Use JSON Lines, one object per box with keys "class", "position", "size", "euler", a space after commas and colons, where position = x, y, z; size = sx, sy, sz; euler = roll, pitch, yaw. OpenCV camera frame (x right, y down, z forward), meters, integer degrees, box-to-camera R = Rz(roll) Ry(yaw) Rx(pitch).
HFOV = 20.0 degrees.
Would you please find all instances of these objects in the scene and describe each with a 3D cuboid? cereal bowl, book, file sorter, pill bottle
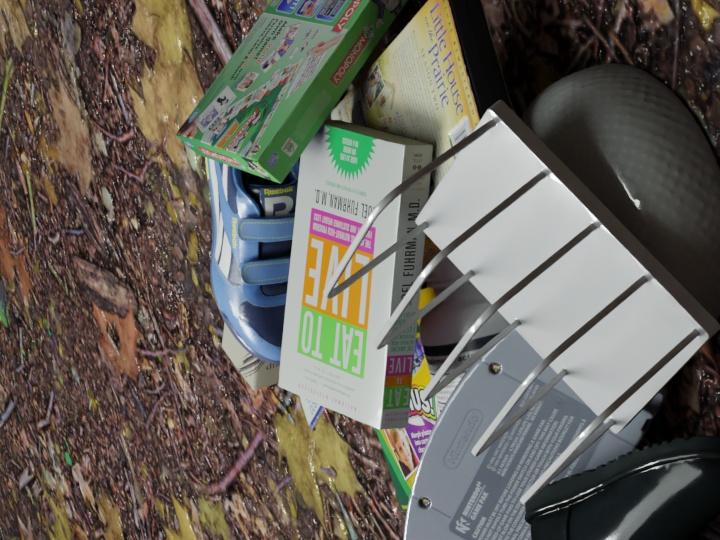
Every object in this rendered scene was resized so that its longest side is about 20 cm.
{"class": "cereal bowl", "position": [0.158, -0.034, 1.373], "size": [0.200, 0.083, 0.201], "euler": [44, 144, 45]}
{"class": "book", "position": [0.000, 0.000, 1.466], "size": [0.133, 0.048, 0.202], "euler": [19, 108, 57]}
{"class": "file sorter", "position": [0.095, 0.028, 1.297], "size": [0.200, 0.124, 0.139], "euler": [46, 145, 10]}
{"class": "pill bottle", "position": [0.106, 0.071, 1.509], "size": [0.111, 0.110, 0.202], "euler": [-6, 100, 64]}

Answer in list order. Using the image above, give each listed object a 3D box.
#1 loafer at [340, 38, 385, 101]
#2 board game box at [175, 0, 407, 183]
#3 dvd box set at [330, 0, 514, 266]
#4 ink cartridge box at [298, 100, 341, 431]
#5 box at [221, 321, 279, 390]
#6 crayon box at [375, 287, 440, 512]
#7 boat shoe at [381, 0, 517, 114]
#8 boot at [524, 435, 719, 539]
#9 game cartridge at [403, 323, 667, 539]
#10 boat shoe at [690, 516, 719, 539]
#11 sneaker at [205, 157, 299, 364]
{"class": "loafer", "position": [0.033, -0.113, 1.590], "size": [0.201, 0.068, 0.076], "euler": [58, 161, 13]}
{"class": "board game box", "position": [-0.044, -0.164, 1.523], "size": [0.029, 0.201, 0.134], "euler": [40, 170, -33]}
{"class": "dvd box set", "position": [0.044, -0.093, 1.446], "size": [0.200, 0.029, 0.147], "euler": [-45, 55, 56]}
{"class": "ink cartridge box", "position": [-0.028, -0.004, 1.616], "size": [0.200, 0.040, 0.201], "euler": [121, 135, -56]}
{"class": "box", "position": [-0.073, 0.011, 1.873], "size": [0.068, 0.082, 0.201], "euler": [51, 149, 35]}
{"class": "crayon box", "position": [0.067, 0.102, 1.668], "size": [0.200, 0.058, 0.174], "euler": [-24, 85, 66]}
{"class": "boat shoe", "position": [0.052, -0.154, 1.525], "size": [0.201, 0.070, 0.071], "euler": [62, 150, 24]}
{"class": "boot", "position": [0.187, 0.207, 1.316], "size": [0.200, 0.076, 0.170], "euler": [-26, 61, 44]}
{"class": "game cartridge", "position": [0.114, 0.134, 1.435], "size": [0.133, 0.040, 0.201], "euler": [28, 112, 2]}
{"class": "boat shoe", "position": [0.269, 0.217, 1.326], "size": [0.200, 0.064, 0.072], "euler": [47, 145, 43]}
{"class": "sneaker", "position": [-0.074, -0.028, 1.574], "size": [0.082, 0.073, 0.202], "euler": [-14, 86, 64]}
